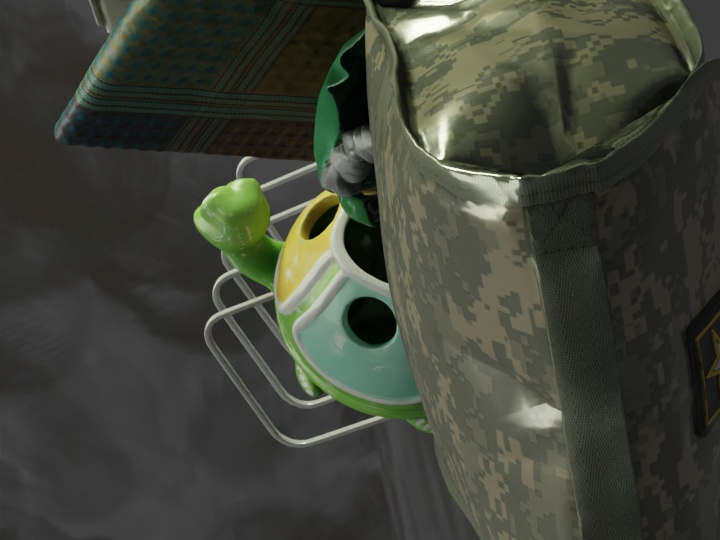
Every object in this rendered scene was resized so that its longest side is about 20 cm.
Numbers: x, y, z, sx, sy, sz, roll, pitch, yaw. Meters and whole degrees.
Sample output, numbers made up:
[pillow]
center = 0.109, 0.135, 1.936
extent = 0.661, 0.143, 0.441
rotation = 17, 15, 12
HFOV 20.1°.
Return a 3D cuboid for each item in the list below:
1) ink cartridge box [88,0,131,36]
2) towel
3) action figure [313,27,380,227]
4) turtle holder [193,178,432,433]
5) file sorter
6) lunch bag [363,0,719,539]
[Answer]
[ink cartridge box]
center = -0.024, -0.179, 0.821
extent = 0.146, 0.198, 0.088
rotation = 84, 173, -66
[towel]
center = -0.024, -0.109, 0.824
extent = 0.200, 0.146, 0.022
rotation = -47, 50, 45
[action figure]
center = 0.025, -0.078, 0.803
extent = 0.055, 0.118, 0.200
rotation = 49, 149, 14
[turtle holder]
center = 0.010, -0.004, 1.178
extent = 0.186, 0.141, 0.132
rotation = 47, 165, 18
[file sorter]
center = -0.022, 0.006, 1.427
extent = 0.139, 0.124, 0.201
rotation = 56, -156, -31
[lunch bag]
center = 0.068, 0.004, 0.646
extent = 0.200, 0.117, 0.165
rotation = -98, -1, -64
